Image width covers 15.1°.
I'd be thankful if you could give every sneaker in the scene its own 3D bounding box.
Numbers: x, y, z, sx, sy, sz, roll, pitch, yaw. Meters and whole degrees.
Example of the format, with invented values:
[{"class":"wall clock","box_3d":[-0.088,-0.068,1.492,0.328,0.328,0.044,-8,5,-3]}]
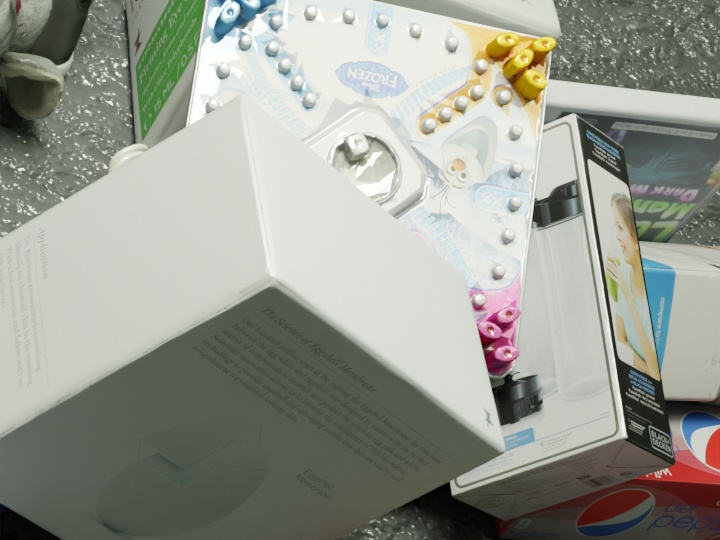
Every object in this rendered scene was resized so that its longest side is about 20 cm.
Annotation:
[{"class":"sneaker","box_3d":[-0.195,-0.218,1.692,0.071,0.099,0.200,11,41,-26]}]

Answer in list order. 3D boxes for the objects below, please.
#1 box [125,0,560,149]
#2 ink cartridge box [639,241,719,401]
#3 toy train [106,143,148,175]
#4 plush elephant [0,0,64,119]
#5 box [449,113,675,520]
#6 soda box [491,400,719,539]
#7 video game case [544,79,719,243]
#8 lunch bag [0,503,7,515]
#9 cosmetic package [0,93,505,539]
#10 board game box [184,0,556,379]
[{"class":"box","box_3d":[-0.016,-0.156,1.675,0.200,0.199,0.172,17,39,-22]},{"class":"ink cartridge box","box_3d":[0.179,0.028,1.661,0.200,0.086,0.146,5,6,-36]},{"class":"toy train","box_3d":[-0.093,-0.053,1.551,0.056,0.150,0.200,36,37,30]},{"class":"plush elephant","box_3d":[-0.240,-0.157,1.560,0.199,0.155,0.165,-4,87,1]},{"class":"box","box_3d":[0.100,0.026,1.526,0.060,0.116,0.200,28,49,-50]},{"class":"soda box","box_3d":[0.168,0.120,1.614,0.200,0.070,0.064,6,47,-32]},{"class":"video game case","box_3d":[0.133,-0.048,1.684,0.200,0.182,0.023,3,53,-36]},{"class":"lunch bag","box_3d":[-0.242,0.090,1.328,0.160,0.076,0.200,30,37,-10]},{"class":"cosmetic package","box_3d":[-0.070,0.046,1.340,0.199,0.200,0.123,39,32,-44]},{"class":"board game box","box_3d":[0.002,-0.056,1.482,0.199,0.026,0.201,11,73,-12]}]
